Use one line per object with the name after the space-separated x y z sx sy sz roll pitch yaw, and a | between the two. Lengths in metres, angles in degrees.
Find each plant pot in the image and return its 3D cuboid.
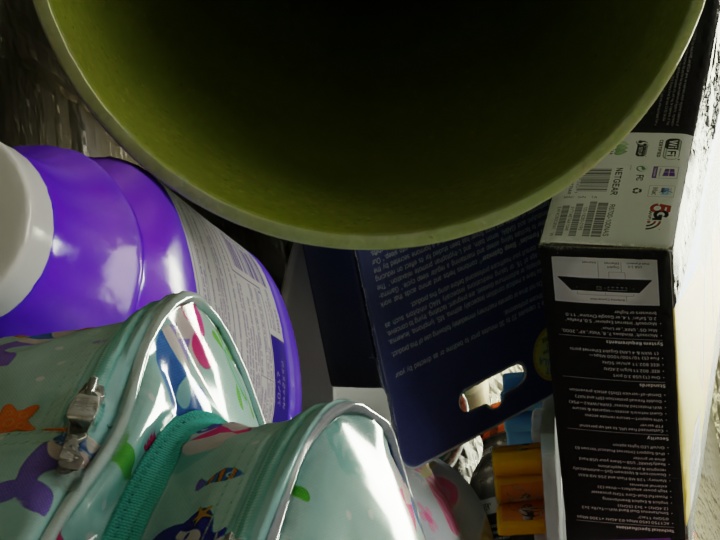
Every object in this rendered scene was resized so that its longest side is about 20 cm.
0.004 -0.127 0.680 0.200 0.185 0.189 -86 162 -71 | plant pot

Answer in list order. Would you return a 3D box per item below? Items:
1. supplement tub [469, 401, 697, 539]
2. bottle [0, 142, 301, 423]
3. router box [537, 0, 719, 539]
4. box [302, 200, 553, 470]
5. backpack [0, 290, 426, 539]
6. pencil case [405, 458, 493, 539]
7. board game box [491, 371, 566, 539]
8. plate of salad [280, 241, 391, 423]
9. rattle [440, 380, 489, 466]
0.125 0.168 1.220 0.122 0.121 0.202 28 52 -73 | supplement tub
-0.073 0.012 0.626 0.200 0.065 0.084 41 37 -69 | bottle
0.112 -0.010 0.869 0.201 0.051 0.150 -70 158 -49 | router box
0.024 -0.038 0.844 0.121 0.032 0.202 -22 104 -46 | box
-0.052 0.104 0.493 0.201 0.149 0.179 -87 160 -60 | backpack
-0.006 0.116 0.787 0.091 0.083 0.200 57 12 7 | pencil case
0.073 0.151 0.919 0.200 0.026 0.202 -51 137 -83 | board game box
0.000 0.000 0.921 0.200 0.048 0.201 -50 149 -45 | plate of salad
0.087 0.034 1.143 0.200 0.141 0.131 -88 -172 -69 | rattle
